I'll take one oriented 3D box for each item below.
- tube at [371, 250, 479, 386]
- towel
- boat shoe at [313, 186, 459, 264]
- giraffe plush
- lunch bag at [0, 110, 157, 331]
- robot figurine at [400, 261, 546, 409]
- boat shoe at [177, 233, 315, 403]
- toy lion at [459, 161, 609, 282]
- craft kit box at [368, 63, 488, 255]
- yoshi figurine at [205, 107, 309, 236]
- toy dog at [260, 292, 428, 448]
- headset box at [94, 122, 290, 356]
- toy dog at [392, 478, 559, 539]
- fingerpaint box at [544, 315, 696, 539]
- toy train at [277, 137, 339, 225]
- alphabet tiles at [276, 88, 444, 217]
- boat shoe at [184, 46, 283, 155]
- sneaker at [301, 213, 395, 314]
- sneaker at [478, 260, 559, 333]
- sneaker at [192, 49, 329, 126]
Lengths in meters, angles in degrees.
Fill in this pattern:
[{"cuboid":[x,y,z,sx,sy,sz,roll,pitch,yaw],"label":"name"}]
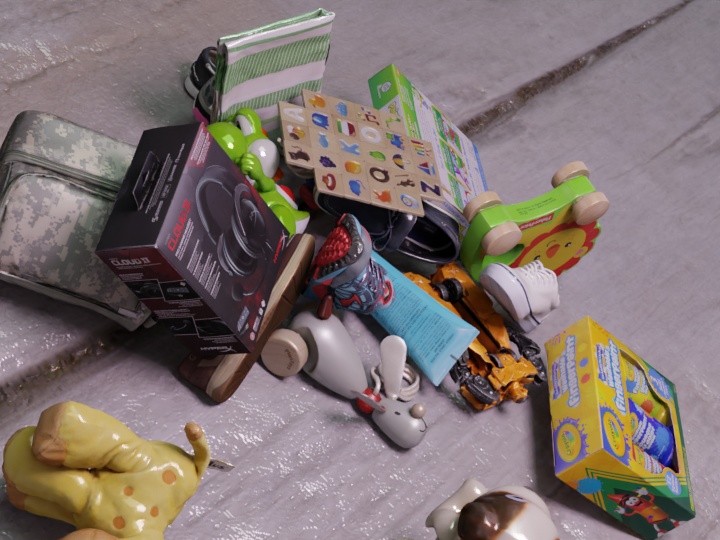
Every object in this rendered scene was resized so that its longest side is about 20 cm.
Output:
[{"cuboid":[0.040,0.036,1.654,0.200,0.078,0.050,43,17,25],"label":"tube"},{"cuboid":[-0.104,-0.205,1.680,0.152,0.200,0.023,-22,57,-26],"label":"towel"},{"cuboid":[0.036,-0.060,1.695,0.199,0.075,0.062,24,29,-28],"label":"boat shoe"},{"cuboid":[-0.210,0.224,1.240,0.199,0.173,0.163,7,57,-7],"label":"giraffe plush"},{"cuboid":[-0.282,-0.041,1.472,0.199,0.139,0.168,20,58,-17],"label":"lunch bag"},{"cuboid":[0.125,0.079,1.696,0.145,0.058,0.200,-14,59,-43],"label":"robot figurine"},{"cuboid":[-0.118,0.037,1.511,0.072,0.072,0.200,28,75,11],"label":"boat shoe"},{"cuboid":[0.208,-0.035,1.780,0.199,0.192,0.069,-19,60,-22],"label":"toy lion"},{"cuboid":[0.095,-0.130,1.830,0.197,0.048,0.201,43,26,-40],"label":"craft kit box"},{"cuboid":[-0.129,-0.083,1.612,0.112,0.112,0.201,42,30,-74],"label":"yoshi figurine"},{"cuboid":[-0.003,0.094,1.558,0.199,0.096,0.132,25,40,-13],"label":"toy dog"},{"cuboid":[-0.162,-0.033,1.415,0.200,0.077,0.149,54,42,-44],"label":"headset box"},{"cuboid":[0.107,0.278,1.369,0.139,0.200,0.194,36,39,2],"label":"toy dog"},{"cuboid":[0.294,0.177,1.671,0.167,0.073,0.201,36,35,-27],"label":"fingerpaint box"},{"cuboid":[-0.046,-0.134,1.726,0.200,0.085,0.116,40,16,-41],"label":"toy train"},{"cuboid":[0.001,-0.134,1.666,0.199,0.006,0.167,13,44,-24],"label":"alphabet tiles"},{"cuboid":[-0.118,-0.203,1.802,0.199,0.060,0.076,27,39,-11],"label":"boat shoe"},{"cuboid":[0.000,0.000,1.560,0.095,0.200,0.080,26,78,-4],"label":"sneaker"},{"cuboid":[0.189,0.017,1.708,0.073,0.071,0.200,46,1,17],"label":"sneaker"},{"cuboid":[-0.112,-0.233,1.733,0.200,0.087,0.074,-31,80,-31],"label":"sneaker"}]
